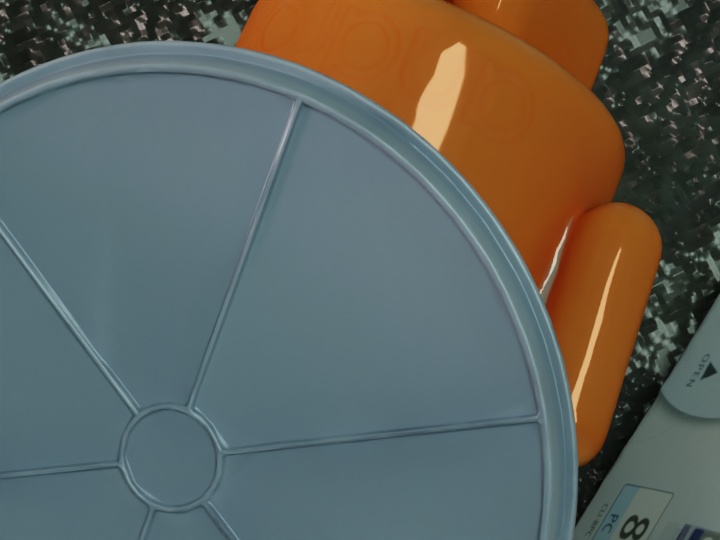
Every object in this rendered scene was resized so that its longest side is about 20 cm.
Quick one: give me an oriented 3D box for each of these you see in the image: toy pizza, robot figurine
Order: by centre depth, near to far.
[{"bbox_3d":[-0.042,0.043,0.703,0.199,0.032,0.202,2,99,16],"label":"toy pizza"},{"bbox_3d":[-0.001,0.000,0.779,0.143,0.117,0.201,25,77,-7],"label":"robot figurine"}]

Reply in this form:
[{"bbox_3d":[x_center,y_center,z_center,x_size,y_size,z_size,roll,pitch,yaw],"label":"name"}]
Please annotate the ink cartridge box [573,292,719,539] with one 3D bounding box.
[{"bbox_3d":[0.149,0.045,0.753,0.047,0.200,0.160,40,74,-22],"label":"ink cartridge box"}]
